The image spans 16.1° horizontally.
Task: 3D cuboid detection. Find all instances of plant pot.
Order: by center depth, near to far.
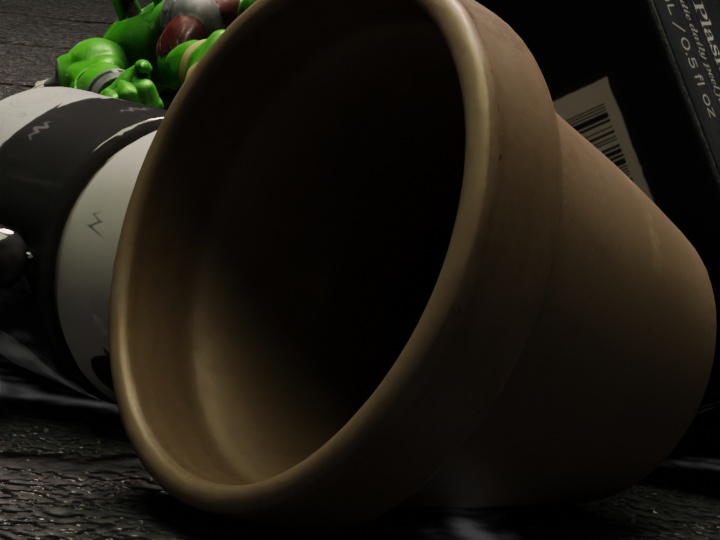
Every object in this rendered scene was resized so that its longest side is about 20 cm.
[{"bbox_3d":[0.034,0.007,0.924,0.174,0.202,0.200,19,-1,-38],"label":"plant pot"}]

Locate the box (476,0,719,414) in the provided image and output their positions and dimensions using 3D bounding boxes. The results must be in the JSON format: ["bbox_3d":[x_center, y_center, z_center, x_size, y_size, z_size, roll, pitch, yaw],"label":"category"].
[{"bbox_3d":[0.134,-0.042,1.093,0.117,0.198,0.200,-23,-5,28],"label":"box"}]

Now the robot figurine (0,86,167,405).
[{"bbox_3d":[-0.106,-0.008,1.072,0.150,0.125,0.199,-41,33,-25],"label":"robot figurine"}]

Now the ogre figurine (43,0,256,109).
[{"bbox_3d":[-0.093,-0.131,1.453,0.119,0.098,0.200,10,53,47],"label":"ogre figurine"}]

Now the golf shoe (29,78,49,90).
[{"bbox_3d":[-0.127,-0.072,1.650,0.198,0.079,0.097,-1,27,-3],"label":"golf shoe"}]
